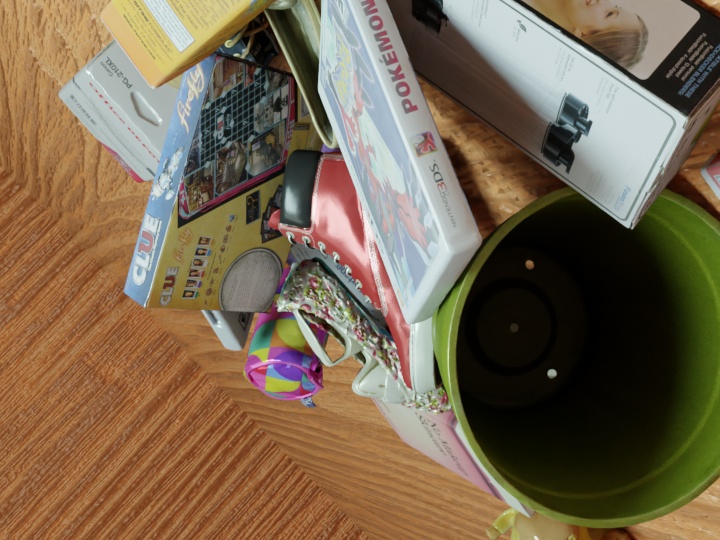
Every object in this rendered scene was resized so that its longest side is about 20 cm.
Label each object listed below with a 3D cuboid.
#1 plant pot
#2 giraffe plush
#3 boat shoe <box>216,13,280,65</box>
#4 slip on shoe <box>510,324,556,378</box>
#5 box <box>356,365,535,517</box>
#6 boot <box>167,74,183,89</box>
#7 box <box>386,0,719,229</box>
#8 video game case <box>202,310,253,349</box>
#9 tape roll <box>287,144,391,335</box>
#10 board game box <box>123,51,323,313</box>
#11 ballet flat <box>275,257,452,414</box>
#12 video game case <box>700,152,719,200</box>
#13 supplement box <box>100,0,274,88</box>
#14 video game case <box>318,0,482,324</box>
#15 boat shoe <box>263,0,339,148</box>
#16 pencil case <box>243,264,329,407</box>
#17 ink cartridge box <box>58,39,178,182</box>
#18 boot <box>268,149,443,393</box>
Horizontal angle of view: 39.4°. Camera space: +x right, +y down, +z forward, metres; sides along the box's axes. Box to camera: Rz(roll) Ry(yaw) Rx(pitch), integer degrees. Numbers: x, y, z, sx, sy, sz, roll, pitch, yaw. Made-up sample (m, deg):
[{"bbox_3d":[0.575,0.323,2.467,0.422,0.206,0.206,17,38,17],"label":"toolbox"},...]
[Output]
[{"bbox_3d":[0.130,0.045,0.674,0.200,0.200,0.193,46,174,-9],"label":"plant pot"},{"bbox_3d":[0.219,0.288,1.121,0.201,0.171,0.163,-105,1,-46],"label":"giraffe plush"},{"bbox_3d":[-0.102,-0.202,0.802,0.091,0.071,0.200,37,166,-7],"label":"boat shoe"},{"bbox_3d":[0.175,0.087,0.845,0.199,0.061,0.076,36,161,23],"label":"slip on shoe"},{"bbox_3d":[0.113,0.137,1.021,0.199,0.109,0.128,22,153,50],"label":"box"},{"bbox_3d":[-0.224,-0.265,0.916,0.175,0.066,0.201,35,162,27],"label":"boot"},{"bbox_3d":[0.094,-0.124,0.539,0.200,0.060,0.117,39,162,17],"label":"box"},{"bbox_3d":[-0.121,-0.056,0.948,0.023,0.202,0.183,4,148,16],"label":"video game case"},{"bbox_3d":[0.004,-0.022,0.939,0.199,0.085,0.200,38,161,15],"label":"tape roll"},{"bbox_3d":[-0.102,-0.066,0.809,0.034,0.202,0.135,28,-165,40],"label":"board game box"},{"bbox_3d":[-0.001,0.074,0.925,0.200,0.064,0.076,44,162,-3],"label":"ballet flat"},{"bbox_3d":[0.272,-0.010,0.477,0.143,0.017,0.200,49,162,-15],"label":"video game case"},{"bbox_3d":[-0.084,-0.193,0.639,0.199,0.067,0.069,-27,103,47],"label":"supplement box"},{"bbox_3d":[0.014,-0.071,0.602,0.200,0.023,0.184,105,145,-76],"label":"video game case"},{"bbox_3d":[-0.044,-0.179,0.713,0.073,0.063,0.201,25,155,45],"label":"boat shoe"},{"bbox_3d":[-0.061,0.041,1.056,0.087,0.201,0.089,6,144,4],"label":"pencil case"},{"bbox_3d":[-0.249,-0.182,1.130,0.145,0.084,0.200,49,163,-18],"label":"ink cartridge box"},{"bbox_3d":[0.000,0.000,0.806,0.143,0.072,0.202,-3,102,19],"label":"boot"}]
